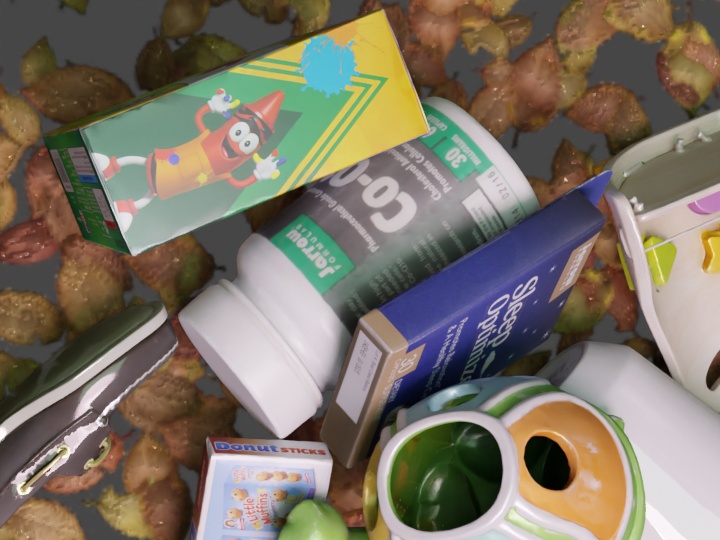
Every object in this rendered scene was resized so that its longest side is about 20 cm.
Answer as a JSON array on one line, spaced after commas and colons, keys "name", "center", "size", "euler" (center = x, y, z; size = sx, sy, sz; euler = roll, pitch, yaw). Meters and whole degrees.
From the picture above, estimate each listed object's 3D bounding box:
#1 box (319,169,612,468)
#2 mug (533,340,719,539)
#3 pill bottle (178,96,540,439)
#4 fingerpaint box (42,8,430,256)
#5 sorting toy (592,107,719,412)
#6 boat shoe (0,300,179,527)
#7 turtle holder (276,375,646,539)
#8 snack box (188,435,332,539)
[{"name": "box", "center": [0.070, 0.025, 0.977], "size": [0.200, 0.121, 0.032], "euler": [-32, 66, -31]}, {"name": "mug", "center": [0.150, 0.138, 1.040], "size": [0.153, 0.149, 0.187], "euler": [45, 74, -5]}, {"name": "pill bottle", "center": [0.000, 0.000, 1.003], "size": [0.200, 0.113, 0.113], "euler": [-40, 102, -11]}, {"name": "fingerpaint box", "center": [-0.075, -0.073, 0.934], "size": [0.167, 0.200, 0.074], "euler": [-24, 99, -14]}, {"name": "sorting toy", "center": [0.242, -0.004, 1.084], "size": [0.200, 0.107, 0.180], "euler": [-22, 107, -17]}, {"name": "boat shoe", "center": [-0.181, 0.096, 0.981], "size": [0.201, 0.072, 0.061], "euler": [-37, 105, -4]}, {"name": "turtle holder", "center": [0.055, 0.120, 0.933], "size": [0.132, 0.185, 0.141], "euler": [30, 74, -58]}, {"name": "snack box", "center": [-0.069, 0.191, 1.002], "size": [0.072, 0.024, 0.200], "euler": [5, 113, -15]}]
